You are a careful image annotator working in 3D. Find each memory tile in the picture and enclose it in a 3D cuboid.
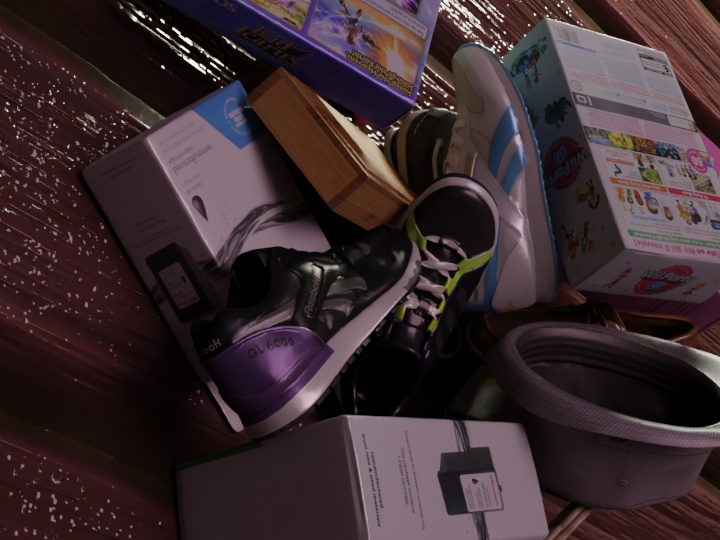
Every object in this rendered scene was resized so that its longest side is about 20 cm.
[{"bbox_3d":[0.129,0.210,0.986,0.017,0.154,0.200,44,31,13],"label":"memory tile"}]

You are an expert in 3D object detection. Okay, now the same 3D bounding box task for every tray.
[{"bbox_3d":[-0.006,-0.073,0.949,0.099,0.037,0.200,52,9,16],"label":"tray"}]

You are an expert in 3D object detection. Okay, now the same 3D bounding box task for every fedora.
[{"bbox_3d":[0.180,0.110,0.944,0.199,0.091,0.177,9,21,-8],"label":"fedora"}]

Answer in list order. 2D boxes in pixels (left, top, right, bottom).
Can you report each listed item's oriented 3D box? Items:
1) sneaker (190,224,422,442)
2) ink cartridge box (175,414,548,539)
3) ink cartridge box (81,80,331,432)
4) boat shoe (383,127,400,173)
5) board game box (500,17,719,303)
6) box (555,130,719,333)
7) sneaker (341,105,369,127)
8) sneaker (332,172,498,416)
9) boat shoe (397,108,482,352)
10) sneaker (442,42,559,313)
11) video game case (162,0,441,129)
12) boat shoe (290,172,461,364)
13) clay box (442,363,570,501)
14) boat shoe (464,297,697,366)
[{"bbox_3d":[-0.030,0.009,0.820,0.088,0.076,0.200,53,39,-12],"label":"sneaker"},{"bbox_3d":[0.005,0.149,0.847,0.199,0.146,0.084,11,64,-52],"label":"ink cartridge box"},{"bbox_3d":[-0.081,-0.010,0.879,0.201,0.066,0.116,61,36,-12],"label":"ink cartridge box"},{"bbox_3d":[0.097,-0.053,1.141,0.200,0.063,0.073,49,42,-24],"label":"boat shoe"},{"bbox_3d":[0.200,-0.082,1.014,0.147,0.064,0.201,7,57,-36],"label":"board game box"},{"bbox_3d":[0.231,-0.062,1.144,0.200,0.097,0.176,38,43,-12],"label":"box"},{"bbox_3d":[0.008,-0.205,1.098,0.087,0.074,0.201,36,49,-24],"label":"sneaker"},{"bbox_3d":[0.043,0.032,0.922,0.071,0.201,0.083,21,18,-12],"label":"sneaker"},{"bbox_3d":[0.078,-0.029,1.061,0.072,0.063,0.201,-17,101,-32],"label":"boat shoe"},{"bbox_3d":[0.090,-0.068,0.981,0.077,0.080,0.201,101,-22,-86],"label":"sneaker"},{"bbox_3d":[-0.034,-0.223,0.928,0.199,0.045,0.182,28,57,-21],"label":"video game case"},{"bbox_3d":[0.001,-0.002,0.992,0.202,0.063,0.074,49,42,-24],"label":"boat shoe"},{"bbox_3d":[0.157,0.102,1.098,0.200,0.114,0.048,-39,143,-53],"label":"clay box"},{"bbox_3d":[0.178,0.051,1.053,0.199,0.068,0.072,8,38,-22],"label":"boat shoe"}]
